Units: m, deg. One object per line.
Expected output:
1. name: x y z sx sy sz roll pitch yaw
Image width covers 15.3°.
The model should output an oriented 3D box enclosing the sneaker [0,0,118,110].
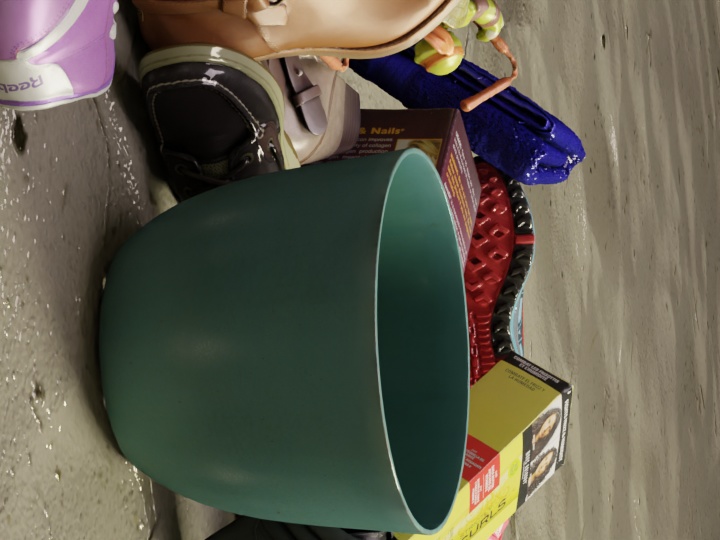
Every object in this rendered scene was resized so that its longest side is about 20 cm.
1. sneaker: -0.137 -0.151 1.288 0.200 0.073 0.114 -59 148 -46

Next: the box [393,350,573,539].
1. box: 0.049 0.135 1.594 0.200 0.050 0.075 -39 146 -37

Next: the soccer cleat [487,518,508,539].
1. soccer cleat: 0.053 0.172 1.658 0.068 0.073 0.200 70 26 -49

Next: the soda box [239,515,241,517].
1. soda box: -0.019 0.199 1.654 0.068 0.064 0.200 -73 156 -52

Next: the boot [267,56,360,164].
1. boot: -0.053 -0.156 1.606 0.146 0.070 0.200 20 54 -61

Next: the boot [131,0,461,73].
1. boot: -0.029 -0.172 1.449 0.074 0.200 0.155 58 -1 31

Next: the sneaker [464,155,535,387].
1. sneaker: 0.072 0.024 1.778 0.096 0.079 0.200 -102 -166 -88

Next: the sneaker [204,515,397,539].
1. sneaker: 0.002 0.199 1.475 0.200 0.099 0.071 45 11 -7

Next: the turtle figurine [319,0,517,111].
1. turtle figurine: 0.031 -0.185 1.625 0.200 0.064 0.161 0 72 -48

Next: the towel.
1. towel: 0.054 -0.128 1.762 0.050 0.200 0.148 -57 169 11

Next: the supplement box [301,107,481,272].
1. supplement box: 0.000 0.000 1.648 0.086 0.110 0.200 70 27 -50

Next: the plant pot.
1. plant pot: -0.042 0.040 1.410 0.201 0.161 0.201 -2 90 -74

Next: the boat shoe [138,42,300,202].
1. boat shoe: -0.072 -0.061 1.488 0.200 0.073 0.065 56 29 -63
